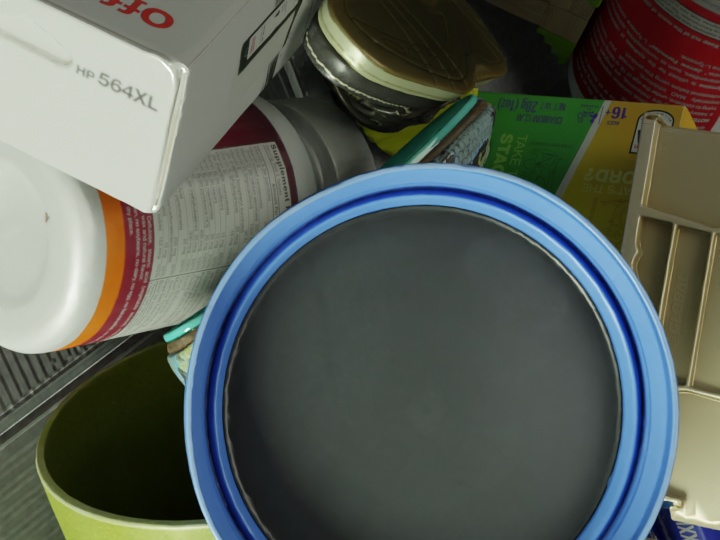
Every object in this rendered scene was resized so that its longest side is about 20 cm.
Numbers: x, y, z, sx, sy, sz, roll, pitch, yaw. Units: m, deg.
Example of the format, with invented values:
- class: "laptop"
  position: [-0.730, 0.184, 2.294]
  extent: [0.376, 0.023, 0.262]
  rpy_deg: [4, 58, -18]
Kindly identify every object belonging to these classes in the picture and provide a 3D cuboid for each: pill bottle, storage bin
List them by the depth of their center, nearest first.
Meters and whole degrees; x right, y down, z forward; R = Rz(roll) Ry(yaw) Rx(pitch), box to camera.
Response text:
- class: "pill bottle"
  position: [-0.090, -0.029, 0.949]
  extent: [0.199, 0.109, 0.110]
  rpy_deg: [-12, 96, -47]
- class: "storage bin"
  position: [0.205, 0.040, 1.074]
  extent: [0.200, 0.093, 0.200]
  rpy_deg: [24, 76, -65]
- class: "pill bottle"
  position: [0.190, -0.136, 1.188]
  extent: [0.112, 0.200, 0.113]
  rpy_deg: [10, 50, -12]

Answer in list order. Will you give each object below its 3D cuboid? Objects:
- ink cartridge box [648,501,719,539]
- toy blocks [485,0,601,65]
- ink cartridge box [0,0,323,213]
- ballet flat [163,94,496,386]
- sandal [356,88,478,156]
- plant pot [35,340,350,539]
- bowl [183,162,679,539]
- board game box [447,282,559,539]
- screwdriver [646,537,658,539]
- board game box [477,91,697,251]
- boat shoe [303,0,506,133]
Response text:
- class: "ink cartridge box"
  position: [0.221, 0.127, 1.299]
  extent: [0.200, 0.076, 0.137]
  rpy_deg: [-42, 117, -38]
- class: "toy blocks"
  position: [0.087, -0.212, 1.117]
  extent: [0.136, 0.200, 0.100]
  rpy_deg: [25, 64, 1]
- class: "ink cartridge box"
  position: [-0.102, -0.134, 0.884]
  extent: [0.200, 0.145, 0.085]
  rpy_deg: [-54, 167, -47]
- class: "ballet flat"
  position: [0.000, 0.000, 0.921]
  extent: [0.200, 0.074, 0.074]
  rpy_deg: [-39, 117, -18]
- class: "sandal"
  position: [0.016, -0.158, 1.102]
  extent: [0.087, 0.079, 0.201]
  rpy_deg: [-99, 177, -64]
- class: "plant pot"
  position: [-0.042, 0.154, 0.956]
  extent: [0.187, 0.186, 0.201]
  rpy_deg: [-34, 124, -43]
- class: "bowl"
  position: [0.027, 0.057, 0.817]
  extent: [0.199, 0.039, 0.202]
  rpy_deg: [0, 89, -5]
- class: "board game box"
  position: [0.060, 0.080, 0.941]
  extent: [0.200, 0.047, 0.152]
  rpy_deg: [16, 75, -89]
- class: "screwdriver"
  position: [0.130, 0.141, 1.120]
  extent: [0.028, 0.199, 0.029]
  rpy_deg: [78, 24, -49]
- class: "board game box"
  position: [0.091, -0.001, 1.107]
  extent: [0.040, 0.152, 0.201]
  rpy_deg: [51, 50, -55]
- class: "boat shoe"
  position: [0.016, -0.098, 0.985]
  extent: [0.072, 0.066, 0.201]
  rpy_deg: [53, 20, 6]
